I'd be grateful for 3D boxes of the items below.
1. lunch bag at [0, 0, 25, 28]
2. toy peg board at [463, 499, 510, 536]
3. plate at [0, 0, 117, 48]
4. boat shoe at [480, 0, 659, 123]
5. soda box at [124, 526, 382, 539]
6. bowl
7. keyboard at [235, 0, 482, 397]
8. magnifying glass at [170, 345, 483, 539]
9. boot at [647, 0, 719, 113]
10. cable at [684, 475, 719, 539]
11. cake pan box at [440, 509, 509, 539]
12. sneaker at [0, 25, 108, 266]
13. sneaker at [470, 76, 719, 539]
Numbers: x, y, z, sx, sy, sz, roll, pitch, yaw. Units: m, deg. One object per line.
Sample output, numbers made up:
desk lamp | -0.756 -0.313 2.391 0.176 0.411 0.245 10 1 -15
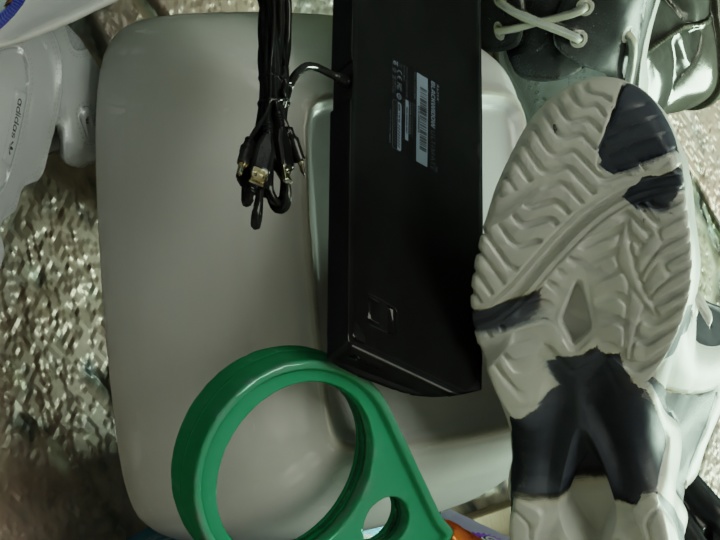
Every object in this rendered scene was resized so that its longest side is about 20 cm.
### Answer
lunch bag | -0.182 -0.085 0.754 0.170 0.200 0.124 -51 122 -47
toy peg board | 0.146 0.195 1.225 0.199 0.098 0.201 -10 89 -55
plate | -0.081 -0.198 0.877 0.200 0.032 0.200 -25 91 -14
boat shoe | 0.081 -0.095 1.029 0.200 0.075 0.060 75 34 -47
soda box | -0.051 0.128 0.998 0.200 0.064 0.068 -25 102 -53
bowl | 0.000 0.000 0.965 0.200 0.074 0.200 -3 89 -49
keyboard | -0.001 -0.059 0.899 0.127 0.021 0.201 27 54 -44
magnifying glass | 0.012 0.090 0.910 0.200 0.022 0.080 34 84 -41
boot | 0.115 -0.132 1.298 0.200 0.072 0.182 -27 102 -46
cable | 0.069 0.115 1.135 0.163 0.051 0.200 -40 85 -21
cake pan box | -0.011 0.204 0.981 0.200 0.052 0.185 -21 129 -56
sneaker | -0.137 -0.021 0.905 0.115 0.075 0.201 6 75 -51
sneaker | 0.093 0.011 0.938 0.130 0.079 0.200 -61 145 -63
